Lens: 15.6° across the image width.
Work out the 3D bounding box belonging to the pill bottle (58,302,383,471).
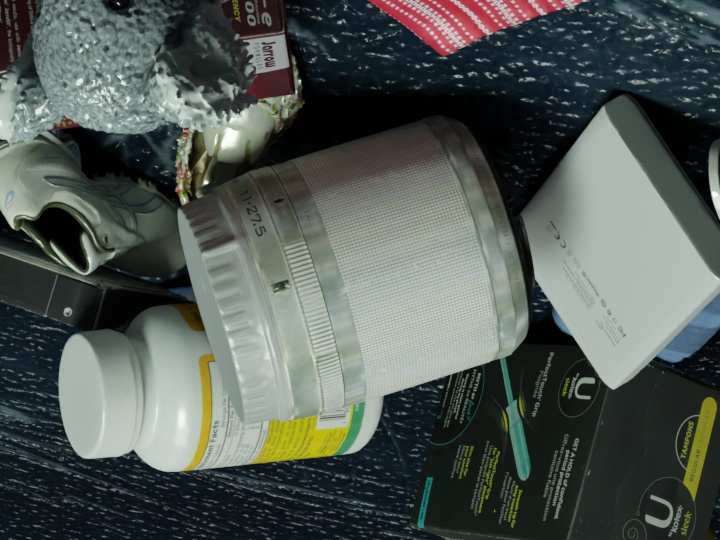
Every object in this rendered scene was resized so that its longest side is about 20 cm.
[{"bbox_3d":[-0.095,0.077,1.770,0.199,0.113,0.113,-4,163,-27],"label":"pill bottle"}]

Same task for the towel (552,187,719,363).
[{"bbox_3d":[0.206,0.001,1.783,0.111,0.049,0.200,14,156,-8],"label":"towel"}]

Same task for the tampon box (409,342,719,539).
[{"bbox_3d":[0.156,0.142,1.931,0.126,0.150,0.200,22,168,-31],"label":"tampon box"}]

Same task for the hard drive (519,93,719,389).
[{"bbox_3d":[0.166,-0.015,1.691,0.027,0.132,0.200,-28,168,-23],"label":"hard drive"}]

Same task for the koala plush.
[{"bbox_3d":[-0.114,-0.156,1.383,0.177,0.201,0.184,-3,153,25],"label":"koala plush"}]

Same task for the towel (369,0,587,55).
[{"bbox_3d":[0.071,-0.181,1.476,0.200,0.023,0.144,-15,145,43],"label":"towel"}]

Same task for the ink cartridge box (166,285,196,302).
[{"bbox_3d":[-0.078,0.066,1.957,0.136,0.077,0.200,25,161,-30],"label":"ink cartridge box"}]

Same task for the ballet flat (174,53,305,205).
[{"bbox_3d":[-0.079,-0.086,1.685,0.075,0.064,0.200,12,155,-4],"label":"ballet flat"}]

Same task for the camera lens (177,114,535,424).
[{"bbox_3d":[0.000,0.000,1.661,0.199,0.160,0.160,-17,156,-8],"label":"camera lens"}]

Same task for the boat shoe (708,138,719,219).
[{"bbox_3d":[0.283,-0.036,1.654,0.060,0.076,0.200,-8,161,33],"label":"boat shoe"}]

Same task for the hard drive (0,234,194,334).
[{"bbox_3d":[-0.234,0.003,1.857,0.199,0.038,0.140,17,-178,24],"label":"hard drive"}]

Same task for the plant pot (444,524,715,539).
[{"bbox_3d":[0.162,0.247,2.176,0.194,0.196,0.200,-3,143,27],"label":"plant pot"}]

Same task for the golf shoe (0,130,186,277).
[{"bbox_3d":[-0.187,-0.026,1.800,0.078,0.097,0.200,-31,140,24],"label":"golf shoe"}]

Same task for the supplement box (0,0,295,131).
[{"bbox_3d":[-0.142,-0.132,1.535,0.199,0.061,0.109,-9,164,0],"label":"supplement box"}]
